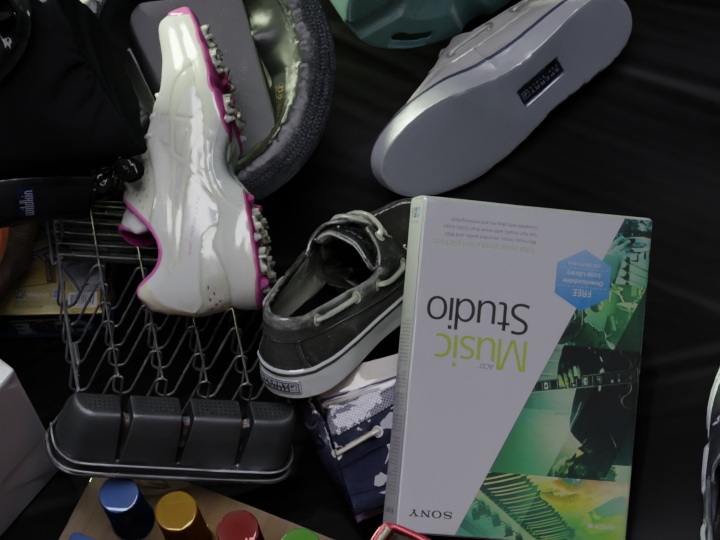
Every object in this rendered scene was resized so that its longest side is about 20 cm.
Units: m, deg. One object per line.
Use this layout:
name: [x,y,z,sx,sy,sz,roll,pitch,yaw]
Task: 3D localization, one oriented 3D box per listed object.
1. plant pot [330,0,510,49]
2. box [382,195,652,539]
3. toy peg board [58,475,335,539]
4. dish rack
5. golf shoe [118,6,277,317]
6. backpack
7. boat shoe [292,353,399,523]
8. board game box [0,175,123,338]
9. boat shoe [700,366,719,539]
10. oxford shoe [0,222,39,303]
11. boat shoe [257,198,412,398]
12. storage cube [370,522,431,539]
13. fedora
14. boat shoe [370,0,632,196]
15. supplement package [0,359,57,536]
plant pot: [0.018,-0.263,1.756,0.200,0.200,0.196,-24,64,-5]
box: [0.094,0.062,1.607,0.144,0.036,0.201,5,90,-12]
toy peg board: [-0.114,0.212,1.589,0.199,0.098,0.200,20,67,16]
dish rack: [-0.122,0.038,1.672,0.153,0.055,0.200,5,44,-19]
golf shoe: [-0.111,-0.065,1.651,0.091,0.075,0.201,-14,69,5]
backpack: [-0.246,-0.101,1.623,0.199,0.167,0.127,-22,30,10]
boat shoe: [0.066,0.088,1.653,0.199,0.075,0.093,-18,76,-1]
board game box: [-0.256,-0.022,1.760,0.199,0.035,0.136,-1,63,7]
boat shoe: [0.234,0.119,1.608,0.071,0.068,0.201,9,65,11]
oxford shoe: [-0.234,-0.044,1.715,0.071,0.073,0.200,6,45,13]
boat shoe: [0.000,0.000,1.659,0.070,0.064,0.200,11,36,23]
storage cube: [0.043,0.271,1.478,0.171,0.180,0.200,24,69,6]
fedora: [-0.102,-0.119,1.756,0.200,0.092,0.201,-2,71,5]
boat shoe: [0.081,-0.124,1.760,0.200,0.071,0.070,-39,38,-8]
supplement package: [-0.295,0.133,1.618,0.111,0.156,0.200,35,73,19]
